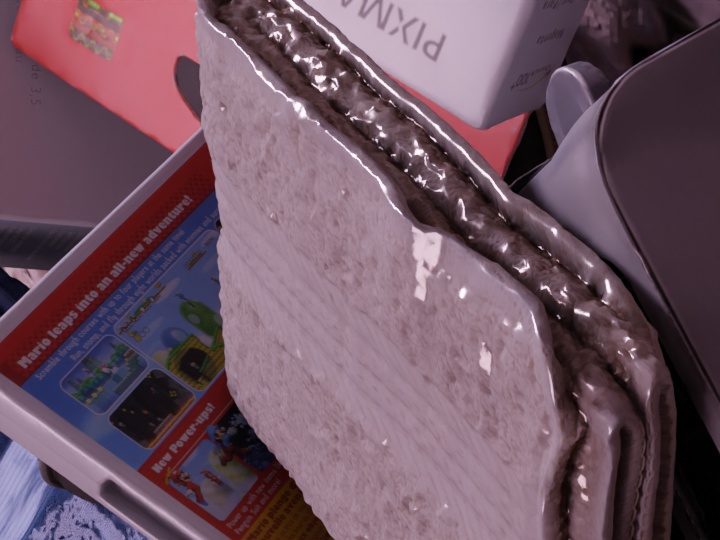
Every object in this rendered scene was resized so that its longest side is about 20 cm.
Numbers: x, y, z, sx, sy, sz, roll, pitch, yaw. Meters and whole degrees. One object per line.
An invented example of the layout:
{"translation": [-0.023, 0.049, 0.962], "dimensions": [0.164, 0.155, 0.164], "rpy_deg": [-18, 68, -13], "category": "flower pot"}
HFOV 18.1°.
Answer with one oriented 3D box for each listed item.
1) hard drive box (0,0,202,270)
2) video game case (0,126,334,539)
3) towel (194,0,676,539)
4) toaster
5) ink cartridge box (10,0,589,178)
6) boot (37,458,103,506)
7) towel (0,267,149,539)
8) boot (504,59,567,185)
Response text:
{"translation": [-0.139, -0.085, 0.836], "dimensions": [0.077, 0.198, 0.157], "rpy_deg": [148, 123, -65], "category": "hard drive box"}
{"translation": [-0.001, 0.049, 0.666], "dimensions": [0.199, 0.143, 0.017], "rpy_deg": [35, 133, 6], "category": "video game case"}
{"translation": [0.010, 0.025, 0.547], "dimensions": [0.200, 0.034, 0.133], "rpy_deg": [45, 145, 49], "category": "towel"}
{"translation": [0.102, 0.045, 0.558], "dimensions": [0.201, 0.118, 0.181], "rpy_deg": [63, 157, 8], "category": "toaster"}
{"translation": [-0.029, -0.099, 0.712], "dimensions": [0.199, 0.043, 0.175], "rpy_deg": [33, 117, 21], "category": "ink cartridge box"}
{"translation": [0.008, 0.106, 0.690], "dimensions": [0.073, 0.180, 0.201], "rpy_deg": [102, 153, -54], "category": "boot"}
{"translation": [-0.106, 0.089, 0.795], "dimensions": [0.200, 0.048, 0.112], "rpy_deg": [40, 113, 16], "category": "towel"}
{"translation": [0.000, 0.000, 0.779], "dimensions": [0.077, 0.138, 0.201], "rpy_deg": [44, 149, 35], "category": "boot"}
